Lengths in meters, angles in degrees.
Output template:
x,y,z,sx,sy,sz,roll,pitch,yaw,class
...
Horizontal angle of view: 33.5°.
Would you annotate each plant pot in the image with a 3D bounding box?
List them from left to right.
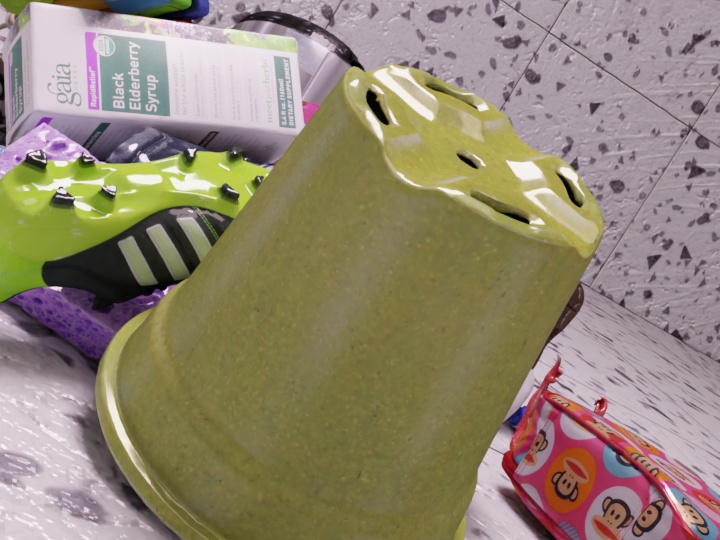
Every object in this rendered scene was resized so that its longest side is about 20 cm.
x,y,z,sx,sy,sz,roll,pitch,yaw,class
0.008,0.016,0.545,0.200,0.184,0.201,26,27,-14,plant pot

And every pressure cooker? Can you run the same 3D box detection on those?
x,y,z,sx,sy,sz,roll,pitch,yaw,class
-0.095,-0.124,1.143,0.176,0.200,0.179,11,-26,38,pressure cooker

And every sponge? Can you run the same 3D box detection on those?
x,y,z,sx,sy,sz,roll,pitch,yaw,class
-0.133,0.001,0.672,0.200,0.030,0.112,32,38,6,sponge

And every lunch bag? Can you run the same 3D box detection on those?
x,y,z,sx,sy,sz,roll,pitch,yaw,class
0.208,0.173,0.825,0.176,0.082,0.200,26,10,-31,lunch bag

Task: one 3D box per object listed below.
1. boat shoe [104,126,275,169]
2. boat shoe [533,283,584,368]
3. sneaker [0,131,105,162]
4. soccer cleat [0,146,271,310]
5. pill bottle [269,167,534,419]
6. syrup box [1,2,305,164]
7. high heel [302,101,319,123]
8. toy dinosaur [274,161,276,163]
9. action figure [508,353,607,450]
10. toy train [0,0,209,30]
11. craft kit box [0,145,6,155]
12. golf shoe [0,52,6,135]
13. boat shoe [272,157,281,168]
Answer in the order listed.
x,y,z,sx,sy,sz,roll,pitch,yaw,class
-0.110,-0.061,0.839,0.091,0.071,0.200,34,9,3,boat shoe
0.120,0.064,1.062,0.200,0.076,0.072,-31,94,-39,boat shoe
-0.209,-0.121,0.928,0.074,0.089,0.200,-10,4,29,sneaker
-0.105,-0.020,0.628,0.200,0.081,0.068,-2,45,-41,soccer cleat
0.013,0.013,0.745,0.200,0.114,0.114,58,8,-4,pill bottle
-0.146,-0.126,0.848,0.199,0.079,0.081,2,-16,-31,syrup box
-0.090,-0.149,0.985,0.200,0.096,0.067,-9,4,-39,high heel
-0.107,-0.076,0.970,0.060,0.199,0.106,67,23,-45,toy dinosaur
0.167,0.116,1.011,0.065,0.099,0.200,31,11,1,action figure
-0.221,-0.194,0.861,0.199,0.085,0.116,-9,0,20,toy train
-0.140,-0.010,0.823,0.200,0.049,0.197,35,12,18,craft kit box
-0.285,-0.135,0.939,0.199,0.078,0.095,15,19,-27,golf shoe
0.000,0.000,0.849,0.076,0.072,0.200,-81,148,-57,boat shoe
